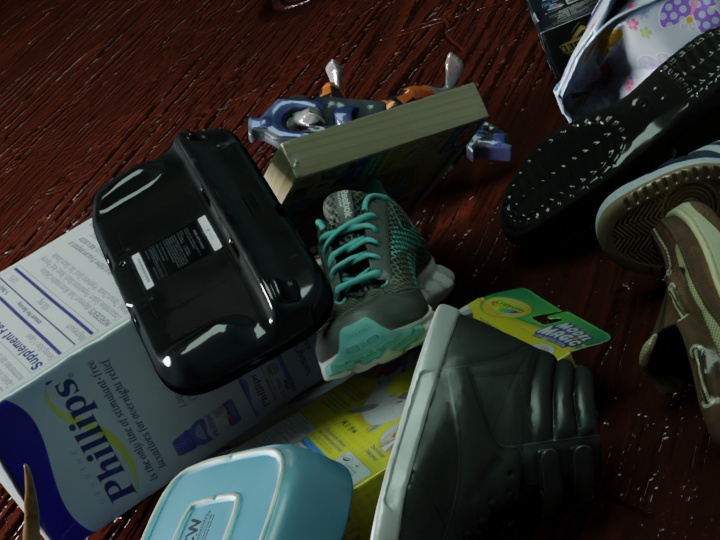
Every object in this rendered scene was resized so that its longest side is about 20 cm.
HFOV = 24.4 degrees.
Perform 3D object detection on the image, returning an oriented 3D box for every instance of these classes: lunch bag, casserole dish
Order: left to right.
[{"bbox_3d":[-0.073,0.158,0.795,0.121,0.039,0.201,-17,38,37],"label":"casserole dish"},{"bbox_3d":[0.237,-0.181,1.166,0.199,0.128,0.170,-18,21,33],"label":"lunch bag"}]

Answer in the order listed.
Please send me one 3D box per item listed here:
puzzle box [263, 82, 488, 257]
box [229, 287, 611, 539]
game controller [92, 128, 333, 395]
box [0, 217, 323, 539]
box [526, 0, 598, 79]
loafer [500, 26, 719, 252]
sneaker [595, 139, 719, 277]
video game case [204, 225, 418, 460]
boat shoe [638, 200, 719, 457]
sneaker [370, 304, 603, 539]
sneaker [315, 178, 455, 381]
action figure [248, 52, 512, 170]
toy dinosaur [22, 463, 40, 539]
[{"bbox_3d":[-0.007,-0.052,1.072,0.132,0.026,0.200,-20,-12,-19],"label":"puzzle box"},{"bbox_3d":[0.037,0.082,0.903,0.199,0.049,0.117,-32,23,-11],"label":"box"},{"bbox_3d":[-0.089,-0.010,0.938,0.104,0.042,0.200,-36,40,2],"label":"game controller"},{"bbox_3d":[-0.152,0.050,1.030,0.199,0.105,0.184,-32,25,-17],"label":"box"},{"bbox_3d":[0.238,-0.238,1.382,0.199,0.046,0.159,-22,23,8],"label":"box"},{"bbox_3d":[0.180,-0.069,1.062,0.199,0.071,0.073,-35,35,18],"label":"loafer"},{"bbox_3d":[0.226,-0.063,0.986,0.199,0.070,0.109,-18,27,1],"label":"sneaker"},{"bbox_3d":[-0.046,0.048,1.088,0.181,0.023,0.200,-19,23,13],"label":"video game case"},{"bbox_3d":[0.173,0.028,0.849,0.075,0.075,0.203,-29,23,6],"label":"boat shoe"},{"bbox_3d":[0.061,0.111,0.783,0.098,0.071,0.201,13,57,6],"label":"sneaker"},{"bbox_3d":[0.000,0.000,0.956,0.077,0.092,0.200,-25,9,10],"label":"sneaker"},{"bbox_3d":[0.025,-0.091,1.269,0.199,0.105,0.194,11,42,15],"label":"action figure"},{"bbox_3d":[-0.149,0.206,0.762,0.106,0.060,0.201,-36,56,24],"label":"toy dinosaur"}]
